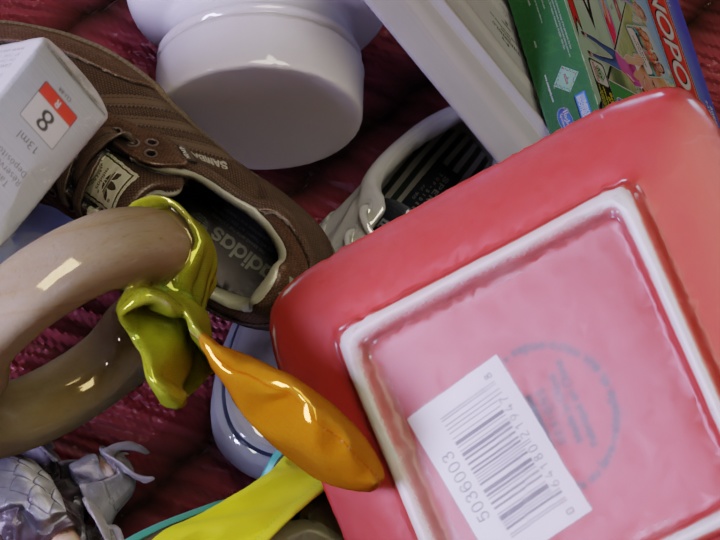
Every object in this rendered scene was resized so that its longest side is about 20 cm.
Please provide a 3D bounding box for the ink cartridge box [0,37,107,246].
[{"bbox_3d":[-0.203,0.001,1.004,0.050,0.162,0.200,48,58,-28],"label":"ink cartridge box"}]

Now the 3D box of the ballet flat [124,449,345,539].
[{"bbox_3d":[-0.028,0.107,1.035,0.067,0.067,0.200,34,36,19],"label":"ballet flat"}]

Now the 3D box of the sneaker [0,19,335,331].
[{"bbox_3d":[-0.097,-0.044,1.084,0.200,0.076,0.071,30,94,7],"label":"sneaker"}]

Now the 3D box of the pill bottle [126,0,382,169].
[{"bbox_3d":[-0.045,-0.153,1.184,0.119,0.120,0.200,5,62,-11],"label":"pill bottle"}]

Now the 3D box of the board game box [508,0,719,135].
[{"bbox_3d":[0.111,-0.109,1.206,0.134,0.029,0.200,19,49,-53],"label":"board game box"}]

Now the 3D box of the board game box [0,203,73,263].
[{"bbox_3d":[-0.226,-0.028,1.123,0.200,0.037,0.151,-30,74,-26],"label":"board game box"}]

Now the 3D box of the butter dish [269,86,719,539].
[{"bbox_3d":[0.095,0.060,1.031,0.199,0.148,0.200,-28,75,18],"label":"butter dish"}]

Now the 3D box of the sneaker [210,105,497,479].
[{"bbox_3d":[0.000,0.000,1.143,0.073,0.071,0.200,31,60,3],"label":"sneaker"}]

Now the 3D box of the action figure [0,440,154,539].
[{"bbox_3d":[-0.171,0.105,1.031,0.200,0.070,0.130,-19,25,-21],"label":"action figure"}]

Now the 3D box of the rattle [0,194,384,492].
[{"bbox_3d":[-0.118,0.070,0.976,0.200,0.130,0.143,-27,83,-34],"label":"rattle"}]

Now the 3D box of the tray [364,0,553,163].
[{"bbox_3d":[0.057,-0.099,1.155,0.200,0.022,0.108,48,28,-28],"label":"tray"}]
